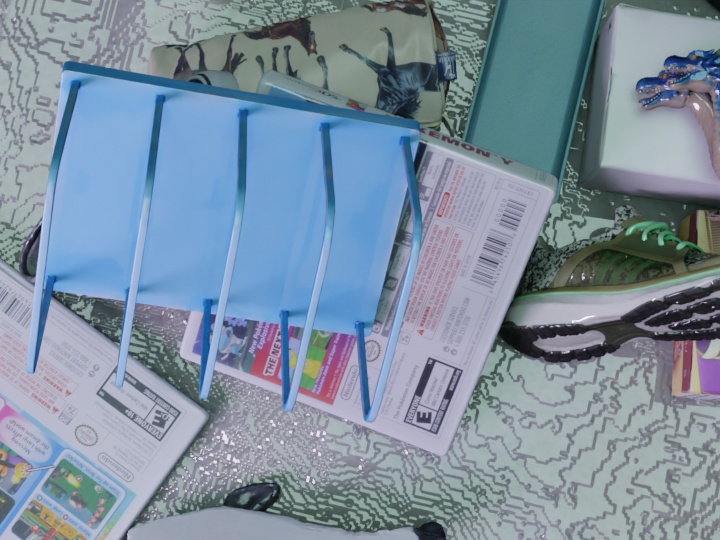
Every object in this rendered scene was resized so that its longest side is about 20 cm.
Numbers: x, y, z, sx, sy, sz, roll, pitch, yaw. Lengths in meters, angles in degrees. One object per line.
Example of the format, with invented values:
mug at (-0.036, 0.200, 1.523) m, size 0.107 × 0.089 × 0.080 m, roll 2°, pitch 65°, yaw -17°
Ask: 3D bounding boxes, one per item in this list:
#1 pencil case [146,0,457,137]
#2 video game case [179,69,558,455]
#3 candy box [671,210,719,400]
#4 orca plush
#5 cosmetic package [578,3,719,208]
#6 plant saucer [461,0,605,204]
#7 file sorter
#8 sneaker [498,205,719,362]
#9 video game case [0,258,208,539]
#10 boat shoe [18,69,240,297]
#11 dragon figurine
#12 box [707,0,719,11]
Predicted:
pencil case at (-0.039, -0.114, 1.016) m, size 0.198 × 0.078 × 0.090 m, roll -11°, pitch 69°, yaw -3°
video game case at (0.000, 0.000, 0.961) m, size 0.181 × 0.023 × 0.201 m, roll 20°, pitch 120°, yaw 1°
candy box at (0.302, 0.029, 1.016) m, size 0.198 × 0.056 × 0.118 m, roll 5°, pitch 83°, yaw -2°
orca plush at (-0.044, 0.188, 0.996) m, size 0.198 × 0.071 × 0.106 m, roll -11°, pitch 38°, yaw -7°
cosmetic package at (0.246, -0.095, 1.016) m, size 0.198 × 0.085 × 0.109 m, roll 10°, pitch 83°, yaw 1°
plant saucer at (0.116, -0.142, 1.044) m, size 0.069 × 0.019 × 0.201 m, roll 15°, pitch 75°, yaw 1°
file sorter at (-0.074, -0.009, 0.864) m, size 0.198 × 0.123 × 0.140 m, roll 9°, pitch 121°, yaw -9°
sneaker at (0.174, -0.005, 0.978) m, size 0.199 × 0.077 × 0.089 m, roll -11°, pitch 63°, yaw 31°
video game case at (-0.227, 0.106, 1.010) m, size 0.199 × 0.024 × 0.183 m, roll 36°, pitch 83°, yaw 3°
boat shoe at (-0.142, -0.051, 0.953) m, size 0.068 × 0.199 × 0.074 m, roll 7°, pitch 58°, yaw -38°
dragon figurine at (0.260, -0.074, 0.943) m, size 0.198 × 0.059 × 0.100 m, roll 8°, pitch 88°, yaw 0°
box at (0.262, -0.277, 1.031) m, size 0.200 × 0.104 × 0.182 m, roll 41°, pitch 82°, yaw 4°
